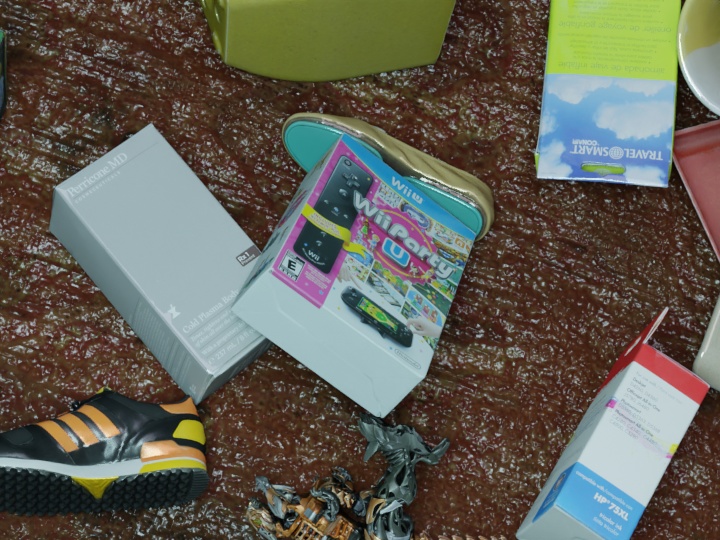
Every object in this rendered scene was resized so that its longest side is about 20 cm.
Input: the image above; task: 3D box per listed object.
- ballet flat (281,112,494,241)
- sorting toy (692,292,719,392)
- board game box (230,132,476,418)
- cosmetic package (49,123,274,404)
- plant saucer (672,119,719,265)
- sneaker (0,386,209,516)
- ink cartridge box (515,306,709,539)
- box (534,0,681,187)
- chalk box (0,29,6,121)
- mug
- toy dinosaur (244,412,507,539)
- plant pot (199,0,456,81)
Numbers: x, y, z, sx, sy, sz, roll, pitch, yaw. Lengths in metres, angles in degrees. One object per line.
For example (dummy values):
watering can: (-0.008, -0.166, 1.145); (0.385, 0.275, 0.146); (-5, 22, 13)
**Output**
ballet flat: (0.026, -0.087, 1.378); (0.199, 0.069, 0.063); (29, 37, -2)
sorting toy: (0.398, 0.038, 1.373); (0.184, 0.036, 0.202); (28, 78, -13)
board game box: (0.000, 0.000, 1.269); (0.147, 0.064, 0.201); (36, 37, -9)
cosmetic package: (-0.151, -0.005, 1.283); (0.107, 0.090, 0.200); (-39, 84, -25)
plant saucer: (0.393, -0.052, 1.448); (0.198, 0.037, 0.201); (-15, 72, -18)
sneaker: (-0.218, 0.134, 1.230); (0.198, 0.070, 0.091); (2, 53, -12)
ink cartridge box: (0.212, 0.140, 1.286); (0.067, 0.116, 0.201); (33, 66, 4)
box: (0.224, -0.159, 1.431); (0.120, 0.048, 0.202); (4, 66, 9)
chalk box: (-0.357, -0.133, 1.271); (0.122, 0.125, 0.202); (14, 65, -7)
mug: (0.377, -0.233, 1.438); (0.153, 0.148, 0.189); (-22, 104, -59)
toy dinosaur: (0.014, 0.188, 1.251); (0.198, 0.102, 0.137); (15, 88, -21)
plant pot: (-0.045, -0.275, 1.366); (0.198, 0.194, 0.197); (-19, 73, -13)
